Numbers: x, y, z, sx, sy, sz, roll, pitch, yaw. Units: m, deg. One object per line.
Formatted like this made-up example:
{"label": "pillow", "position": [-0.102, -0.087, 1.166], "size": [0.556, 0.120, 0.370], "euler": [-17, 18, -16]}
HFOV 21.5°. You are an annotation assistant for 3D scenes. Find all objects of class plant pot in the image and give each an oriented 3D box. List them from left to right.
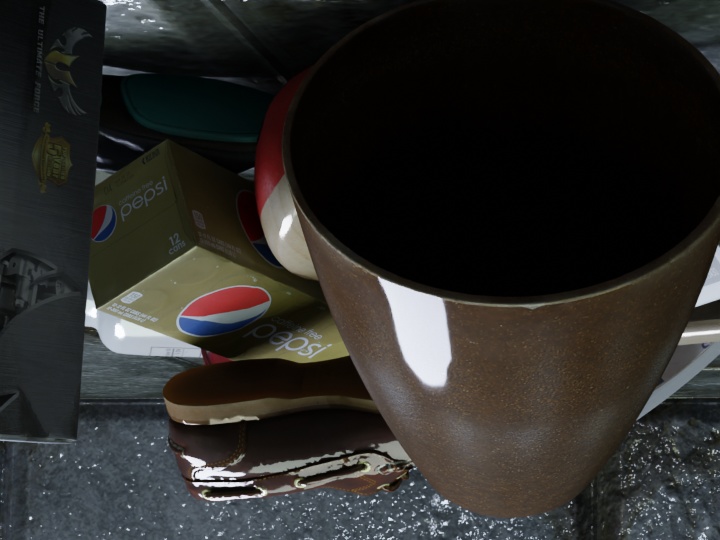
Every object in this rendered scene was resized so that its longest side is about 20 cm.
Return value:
{"label": "plant pot", "position": [0.066, 0.013, 0.833], "size": [0.185, 0.188, 0.201], "euler": [0, 136, 5]}

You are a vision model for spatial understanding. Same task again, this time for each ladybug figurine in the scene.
{"label": "ladybug figurine", "position": [0.006, -0.058, 0.945], "size": [0.136, 0.072, 0.200], "euler": [-41, 162, 9]}

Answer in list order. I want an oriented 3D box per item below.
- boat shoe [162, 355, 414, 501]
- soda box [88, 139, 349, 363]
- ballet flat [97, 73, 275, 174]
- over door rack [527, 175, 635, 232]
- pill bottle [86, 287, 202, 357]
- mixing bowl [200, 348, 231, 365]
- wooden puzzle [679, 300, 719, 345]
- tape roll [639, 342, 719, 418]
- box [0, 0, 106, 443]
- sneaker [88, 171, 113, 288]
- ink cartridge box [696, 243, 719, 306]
{"label": "boat shoe", "position": [-0.002, 0.081, 0.981], "size": [0.198, 0.071, 0.070], "euler": [-4, -159, 15]}
{"label": "soda box", "position": [-0.059, 0.002, 0.993], "size": [0.067, 0.064, 0.200], "euler": [-30, 152, 22]}
{"label": "ballet flat", "position": [-0.130, -0.069, 0.970], "size": [0.199, 0.074, 0.073], "euler": [7, 170, -21]}
{"label": "over door rack", "position": [0.105, -0.040, 0.975], "size": [0.200, 0.067, 0.147], "euler": [-35, 168, 38]}
{"label": "pill bottle", "position": [-0.133, 0.002, 1.308], "size": [0.198, 0.115, 0.114], "euler": [3, 172, -10]}
{"label": "mixing bowl", "position": [0.000, 0.000, 1.164], "size": [0.198, 0.109, 0.201], "euler": [2, -144, -1]}
{"label": "wooden puzzle", "position": [0.261, -0.015, 1.063], "size": [0.184, 0.037, 0.200], "euler": [-8, -151, 46]}
{"label": "tape roll", "position": [0.192, 0.026, 1.229], "size": [0.200, 0.066, 0.201], "euler": [-36, 161, -14]}
{"label": "box", "position": [-0.182, -0.031, 0.792], "size": [0.048, 0.202, 0.158], "euler": [-2, 171, 36]}
{"label": "sneaker", "position": [-0.139, -0.027, 1.043], "size": [0.199, 0.089, 0.074], "euler": [30, 144, -20]}
{"label": "ink cartridge box", "position": [0.241, -0.054, 0.983], "size": [0.199, 0.050, 0.161], "euler": [-36, 179, -10]}
